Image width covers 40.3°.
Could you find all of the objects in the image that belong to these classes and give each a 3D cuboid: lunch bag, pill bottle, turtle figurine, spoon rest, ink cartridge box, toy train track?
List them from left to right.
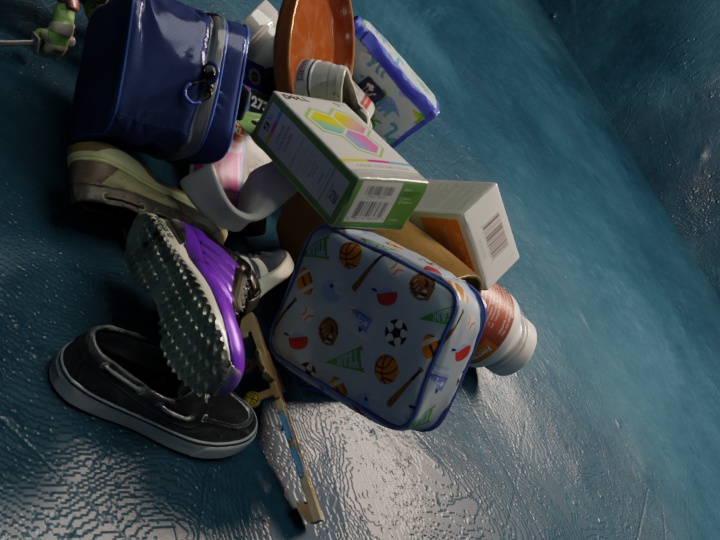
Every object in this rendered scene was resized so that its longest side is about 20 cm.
[{"bbox_3d":[-0.308,-0.275,1.007,0.144,0.200,0.194,43,-4,37],"label":"turtle figurine"},{"bbox_3d":[-0.179,-0.174,0.914,0.131,0.199,0.138,11,90,-30],"label":"lunch bag"},{"bbox_3d":[-0.137,-0.145,1.065,0.094,0.037,0.203,17,71,-49],"label":"ink cartridge box"},{"bbox_3d":[-0.102,-0.075,0.977,0.200,0.099,0.061,-16,84,-64],"label":"spoon rest"},{"bbox_3d":[-0.081,0.138,0.905,0.115,0.032,0.202,73,-4,-73],"label":"toy train track"},{"bbox_3d":[-0.086,-0.244,1.275,0.200,0.116,0.116,45,27,-13],"label":"pill bottle"},{"bbox_3d":[-0.036,-0.124,0.973,0.103,0.060,0.200,0,39,-48],"label":"ink cartridge box"},{"bbox_3d":[0.009,0.054,0.917,0.199,0.162,0.075,27,10,34],"label":"lunch bag"},{"bbox_3d":[0.015,-0.261,1.373,0.170,0.128,0.200,45,-14,-14],"label":"lunch bag"},{"bbox_3d":[0.134,0.055,1.265,0.199,0.112,0.113,35,31,-30],"label":"pill bottle"}]

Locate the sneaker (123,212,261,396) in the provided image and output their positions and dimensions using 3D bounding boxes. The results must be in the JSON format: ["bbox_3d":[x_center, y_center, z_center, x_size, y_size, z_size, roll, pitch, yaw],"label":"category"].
[{"bbox_3d":[-0.118,0.023,0.807,0.099,0.070,0.201,12,31,-39],"label":"sneaker"}]

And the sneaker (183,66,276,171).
[{"bbox_3d":[-0.153,-0.168,1.139,0.200,0.082,0.072,-46,120,-40],"label":"sneaker"}]

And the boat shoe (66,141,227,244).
[{"bbox_3d":[-0.201,-0.050,0.919,0.200,0.073,0.066,34,58,-50],"label":"boat shoe"}]

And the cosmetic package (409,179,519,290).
[{"bbox_3d":[0.076,-0.047,1.142,0.071,0.199,0.102,-41,121,-33],"label":"cosmetic package"}]

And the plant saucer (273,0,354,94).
[{"bbox_3d":[-0.055,-0.254,1.144,0.200,0.032,0.203,7,90,-72],"label":"plant saucer"}]

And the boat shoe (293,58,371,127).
[{"bbox_3d":[-0.020,-0.163,1.133,0.200,0.065,0.074,61,41,-60],"label":"boat shoe"}]

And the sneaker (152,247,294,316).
[{"bbox_3d":[-0.133,0.001,0.945,0.085,0.075,0.200,55,27,-5],"label":"sneaker"}]

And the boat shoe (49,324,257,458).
[{"bbox_3d":[-0.152,0.096,0.808,0.199,0.068,0.072,31,33,-36],"label":"boat shoe"}]

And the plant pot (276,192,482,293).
[{"bbox_3d":[0.000,0.000,1.071,0.200,0.187,0.186,50,25,20],"label":"plant pot"}]

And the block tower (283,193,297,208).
[{"bbox_3d":[-0.012,-0.067,1.246,0.199,0.058,0.054,23,38,-42],"label":"block tower"}]
